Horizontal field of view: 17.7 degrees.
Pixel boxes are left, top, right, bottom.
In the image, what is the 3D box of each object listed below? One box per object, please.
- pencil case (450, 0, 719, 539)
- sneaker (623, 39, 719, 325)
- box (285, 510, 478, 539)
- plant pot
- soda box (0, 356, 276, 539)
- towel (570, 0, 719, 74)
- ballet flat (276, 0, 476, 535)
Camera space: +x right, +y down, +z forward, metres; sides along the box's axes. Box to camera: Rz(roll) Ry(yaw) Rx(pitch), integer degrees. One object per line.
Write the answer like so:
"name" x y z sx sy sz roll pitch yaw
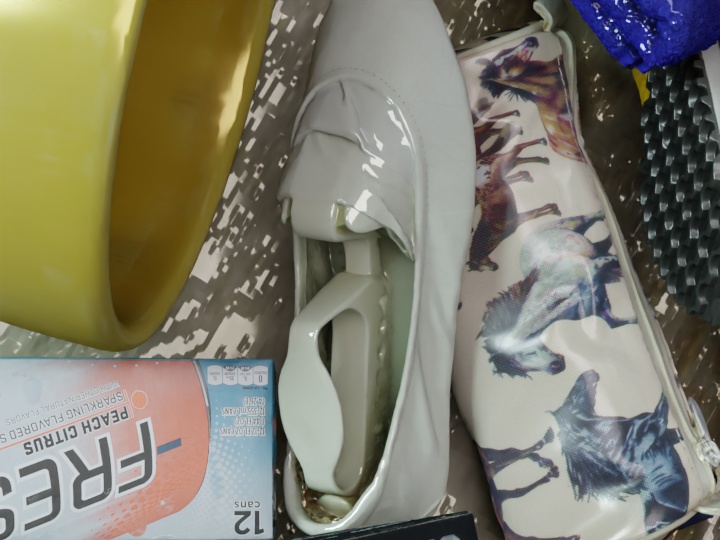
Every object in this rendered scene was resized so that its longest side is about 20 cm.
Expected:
"pencil case" 0.068 0.007 0.833 0.089 0.078 0.201 -19 87 15
"sneaker" 0.145 -0.063 0.821 0.089 0.070 0.201 4 47 -10
"box" -0.080 0.118 0.711 0.199 0.158 0.046 -6 82 -48
"plant pot" -0.138 -0.093 0.761 0.187 0.201 0.202 15 81 8
"soda box" -0.129 0.063 0.796 0.198 0.068 0.064 0 84 -11
"towel" 0.124 -0.154 0.804 0.199 0.050 0.148 -28 71 -33
"ballet flat" 0.000 0.000 0.791 0.069 0.069 0.202 -2 102 -11
